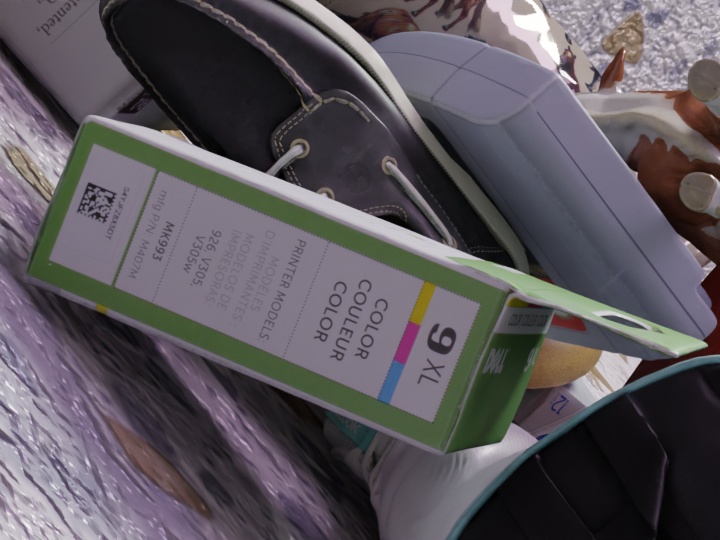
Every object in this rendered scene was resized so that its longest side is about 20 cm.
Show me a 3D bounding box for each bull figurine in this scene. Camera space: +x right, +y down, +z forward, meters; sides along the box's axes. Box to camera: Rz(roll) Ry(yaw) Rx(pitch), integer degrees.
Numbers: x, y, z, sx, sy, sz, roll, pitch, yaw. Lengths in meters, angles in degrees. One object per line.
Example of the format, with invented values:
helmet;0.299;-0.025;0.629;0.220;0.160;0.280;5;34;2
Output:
bull figurine;0.150;-0.024;0.978;0.200;0.065;0.121;31;1;5

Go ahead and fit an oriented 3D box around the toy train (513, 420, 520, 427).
toy train;0.081;0.101;1.212;0.200;0.046;0.034;41;11;-48

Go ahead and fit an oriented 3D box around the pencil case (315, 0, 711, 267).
pencil case;0.071;-0.065;1.111;0.200;0.078;0.089;49;25;-9

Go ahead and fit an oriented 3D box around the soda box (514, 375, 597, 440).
soda box;0.046;0.025;1.319;0.068;0.063;0.200;38;13;-47

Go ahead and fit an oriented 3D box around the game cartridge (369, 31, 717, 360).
game cartridge;0.049;-0.032;1.019;0.133;0.041;0.200;56;-15;-16

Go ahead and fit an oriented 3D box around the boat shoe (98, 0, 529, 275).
boat shoe;-0.016;-0.035;0.933;0.200;0.072;0.068;45;38;-19

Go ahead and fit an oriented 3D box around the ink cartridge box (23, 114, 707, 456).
ink cartridge box;0.004;0.015;0.844;0.199;0.060;0.104;21;3;12

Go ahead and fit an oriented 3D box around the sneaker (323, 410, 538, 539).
sneaker;0.021;0.075;0.982;0.088;0.075;0.200;35;2;12

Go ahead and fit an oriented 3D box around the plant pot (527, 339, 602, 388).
plant pot;0.033;-0.017;1.258;0.199;0.028;0.200;22;27;-12

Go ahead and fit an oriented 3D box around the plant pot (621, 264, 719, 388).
plant pot;0.179;0.139;1.096;0.200;0.176;0.200;47;8;-22

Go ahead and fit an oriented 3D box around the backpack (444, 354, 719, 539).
backpack;0.120;0.126;0.814;0.200;0.176;0.153;51;11;2

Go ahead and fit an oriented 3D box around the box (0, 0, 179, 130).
box;-0.066;-0.168;1.124;0.131;0.200;0.199;48;7;2
